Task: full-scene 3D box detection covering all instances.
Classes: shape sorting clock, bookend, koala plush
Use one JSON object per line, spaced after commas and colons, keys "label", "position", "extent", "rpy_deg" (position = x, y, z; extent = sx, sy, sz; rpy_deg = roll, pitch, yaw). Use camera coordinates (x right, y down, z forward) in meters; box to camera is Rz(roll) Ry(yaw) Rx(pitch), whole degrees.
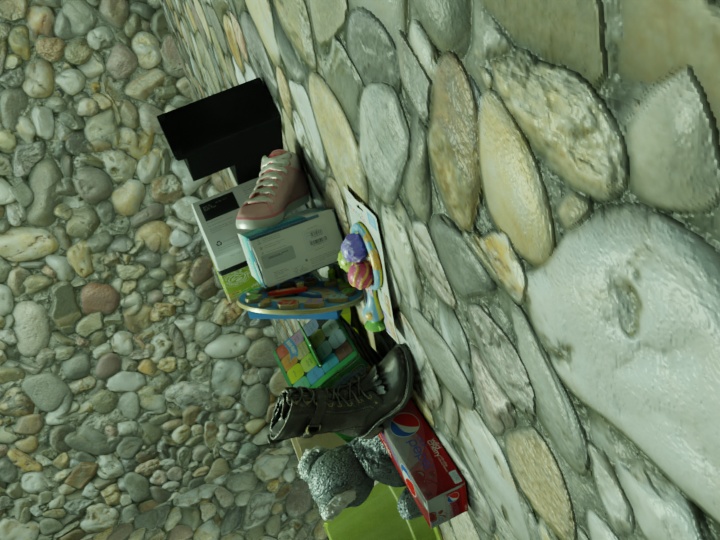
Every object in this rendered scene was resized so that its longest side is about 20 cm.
{"label": "shape sorting clock", "position": [-0.091, 0.037, 1.078], "extent": [0.200, 0.197, 0.040], "rpy_deg": [-142, 47, -67]}
{"label": "bookend", "position": [-0.251, -0.232, 1.298], "extent": [0.093, 0.197, 0.200], "rpy_deg": [61, 167, 17]}
{"label": "koala plush", "position": [-0.002, 0.329, 1.173], "extent": [0.177, 0.198, 0.186], "rpy_deg": [-133, 24, -60]}

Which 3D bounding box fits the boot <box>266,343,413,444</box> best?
{"label": "boot", "position": [-0.031, 0.180, 0.978], "extent": [0.201, 0.172, 0.070], "rpy_deg": [-62, 36, 30]}

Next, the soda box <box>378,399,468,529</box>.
{"label": "soda box", "position": [0.083, 0.270, 1.022], "extent": [0.200, 0.063, 0.071], "rpy_deg": [-125, 18, -50]}

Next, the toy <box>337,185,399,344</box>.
{"label": "toy", "position": [0.000, 0.000, 0.954], "extent": [0.115, 0.047, 0.202], "rpy_deg": [48, 157, 55]}

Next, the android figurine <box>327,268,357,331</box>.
{"label": "android figurine", "position": [-0.048, 0.098, 1.287], "extent": [0.182, 0.040, 0.203], "rpy_deg": [-134, 40, -60]}

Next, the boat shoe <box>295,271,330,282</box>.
{"label": "boat shoe", "position": [-0.107, 0.040, 1.229], "extent": [0.200, 0.091, 0.076], "rpy_deg": [-140, 44, -64]}

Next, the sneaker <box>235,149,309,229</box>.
{"label": "sneaker", "position": [-0.150, -0.138, 1.145], "extent": [0.200, 0.074, 0.106], "rpy_deg": [-45, -49, -59]}

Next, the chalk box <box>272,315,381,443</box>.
{"label": "chalk box", "position": [-0.046, 0.154, 1.087], "extent": [0.200, 0.124, 0.125], "rpy_deg": [48, -175, -43]}

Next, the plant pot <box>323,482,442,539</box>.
{"label": "plant pot", "position": [0.035, 0.497, 1.328], "extent": [0.200, 0.188, 0.203], "rpy_deg": [159, 90, -78]}

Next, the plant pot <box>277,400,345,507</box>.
{"label": "plant pot", "position": [-0.052, 0.372, 1.516], "extent": [0.200, 0.175, 0.203], "rpy_deg": [-142, 32, -66]}

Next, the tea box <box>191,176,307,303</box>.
{"label": "tea box", "position": [-0.203, -0.066, 1.373], "extent": [0.197, 0.198, 0.135], "rpy_deg": [90, 154, -63]}

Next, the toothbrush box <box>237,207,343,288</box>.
{"label": "toothbrush box", "position": [-0.118, -0.043, 1.166], "extent": [0.200, 0.145, 0.086], "rpy_deg": [-160, 51, -75]}
